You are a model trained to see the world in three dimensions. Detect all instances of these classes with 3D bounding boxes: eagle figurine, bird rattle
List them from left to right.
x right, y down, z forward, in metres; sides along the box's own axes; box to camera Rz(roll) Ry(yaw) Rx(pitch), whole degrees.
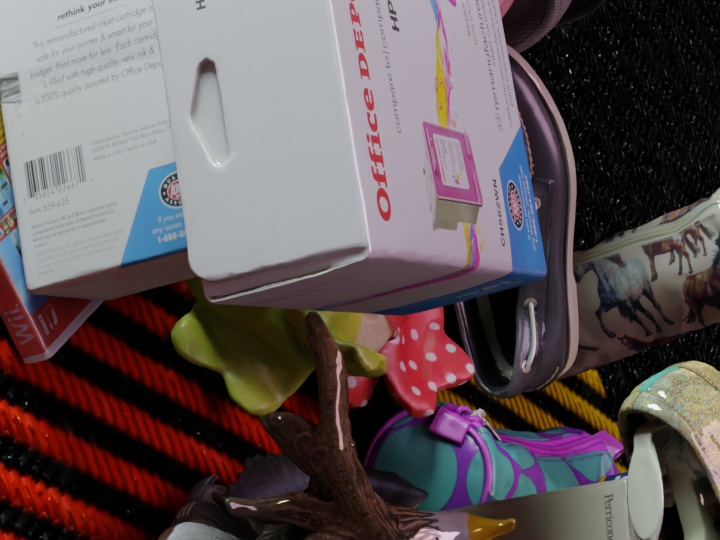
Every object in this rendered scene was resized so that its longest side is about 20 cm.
[{"bbox_3d":[0.000,0.135,1.069,0.200,0.150,0.153,90,21,-67],"label":"eagle figurine"},{"bbox_3d":[0.000,0.000,1.221,0.199,0.112,0.165,-3,94,-58],"label":"bird rattle"}]

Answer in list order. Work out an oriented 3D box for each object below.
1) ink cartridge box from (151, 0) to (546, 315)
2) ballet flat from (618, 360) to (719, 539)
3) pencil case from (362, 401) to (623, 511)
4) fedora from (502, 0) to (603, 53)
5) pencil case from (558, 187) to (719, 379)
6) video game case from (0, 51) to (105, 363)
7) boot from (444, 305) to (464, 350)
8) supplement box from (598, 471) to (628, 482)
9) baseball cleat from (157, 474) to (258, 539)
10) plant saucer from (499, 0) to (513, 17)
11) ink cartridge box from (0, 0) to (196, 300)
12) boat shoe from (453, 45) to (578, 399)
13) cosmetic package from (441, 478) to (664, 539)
[{"bbox_3d":[0.000,-0.061,1.020,0.200,0.084,0.146,4,74,-63],"label":"ink cartridge box"},{"bbox_3d":[0.166,0.146,1.120,0.071,0.070,0.202,-15,91,-62],"label":"ballet flat"},{"bbox_3d":[0.082,0.127,1.362,0.085,0.093,0.200,39,12,27],"label":"pencil case"},{"bbox_3d":[0.052,-0.178,1.344,0.177,0.198,0.091,62,38,-40],"label":"fedora"},{"bbox_3d":[0.171,0.008,1.465,0.089,0.199,0.078,41,39,-38],"label":"pencil case"},{"bbox_3d":[-0.161,-0.077,1.084,0.201,0.017,0.143,66,29,-18],"label":"video game case"},{"bbox_3d":[0.036,-0.027,1.356,0.213,0.079,0.158,66,21,3],"label":"boot"},{"bbox_3d":[0.173,0.200,1.297,0.110,0.108,0.200,67,29,-17],"label":"supplement box"},{"bbox_3d":[-0.030,0.189,1.147,0.201,0.069,0.107,63,30,-23],"label":"baseball cleat"},{"bbox_3d":[0.014,-0.186,1.264,0.051,0.199,0.202,27,54,-59],"label":"plant saucer"},{"bbox_3d":[-0.102,-0.097,1.059,0.067,0.115,0.202,8,71,-60],"label":"ink cartridge box"},{"bbox_3d":[0.077,-0.025,1.291,0.063,0.072,0.202,-29,115,-50],"label":"boat shoe"},{"bbox_3d":[0.066,0.175,1.192,0.071,0.199,0.106,24,56,-55],"label":"cosmetic package"}]
